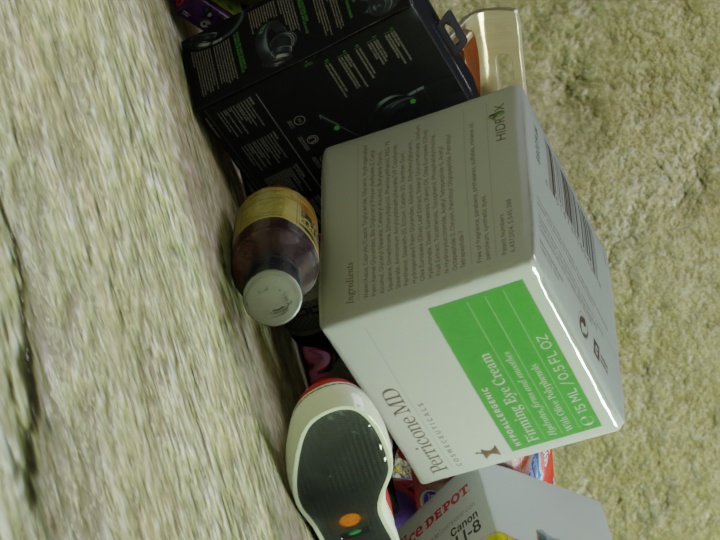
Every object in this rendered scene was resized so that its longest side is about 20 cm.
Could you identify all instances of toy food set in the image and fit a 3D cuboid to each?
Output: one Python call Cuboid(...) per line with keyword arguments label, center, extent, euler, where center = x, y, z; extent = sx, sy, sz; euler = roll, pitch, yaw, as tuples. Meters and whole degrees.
Cuboid(label="toy food set", center=(0.088, -0.121, 1.930), extent=(0.200, 0.060, 0.144), euler=(-50, 145, -38))

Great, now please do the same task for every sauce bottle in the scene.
Cuboid(label="sauce bottle", center=(-0.061, -0.008, 1.554), extent=(0.200, 0.066, 0.066), euler=(-95, 166, -72))

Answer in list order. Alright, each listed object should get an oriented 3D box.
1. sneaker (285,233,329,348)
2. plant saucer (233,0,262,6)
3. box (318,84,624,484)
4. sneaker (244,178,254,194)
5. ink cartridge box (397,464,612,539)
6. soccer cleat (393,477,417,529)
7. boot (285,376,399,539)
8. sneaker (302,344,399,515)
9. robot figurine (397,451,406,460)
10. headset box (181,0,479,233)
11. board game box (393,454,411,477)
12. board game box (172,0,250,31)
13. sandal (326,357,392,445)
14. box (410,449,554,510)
Cuboid(label="sneaker", center=(0.000, 0.000, 1.805), extent=(0.200, 0.074, 0.088), euler=(-35, 129, -42))
Cuboid(label="plant saucer", center=(-0.124, -0.287, 1.773), extent=(0.200, 0.031, 0.200), euler=(43, 25, -26))
Cuboid(label="box", center=(0.083, 0.012, 1.654), extent=(0.200, 0.171, 0.199), euler=(-89, 155, -45))
Cuboid(label="sneaker", center=(-0.027, -0.100, 1.874), extent=(0.077, 0.146, 0.202), euler=(70, 5, -47))
Cuboid(label="ink cartridge box", center=(0.118, 0.279, 1.724), extent=(0.145, 0.145, 0.200), euler=(23, 36, -32))
Cuboid(label="soccer cleat", center=(0.044, 0.206, 1.935), extent=(0.200, 0.073, 0.068), euler=(53, 19, -79))
Cuboid(label="boot", center=(-0.022, 0.107, 1.527), extent=(0.200, 0.072, 0.144), euler=(79, -4, -51))
Cuboid(label="sneaker", center=(0.013, 0.110, 1.809), extent=(0.079, 0.095, 0.200), euler=(68, 6, -61))
Cuboid(label="robot figurine", center=(0.021, 0.068, 1.938), extent=(0.144, 0.117, 0.200), euler=(-98, 169, -69))
Cuboid(label="headset box", center=(-0.009, -0.141, 1.715), extent=(0.174, 0.200, 0.093), euler=(53, 15, -44))
Cuboid(label="board game box", center=(0.063, 0.159, 2.267), extent=(0.159, 0.097, 0.200), euler=(66, 7, -58))
Cuboid(label="board game box", center=(-0.088, -0.215, 1.812), extent=(0.200, 0.032, 0.120), euler=(31, 36, -43))
Cuboid(label="sandal", center=(0.002, 0.119, 1.714), extent=(0.050, 0.082, 0.203), euler=(50, 24, -22))
Cuboid(label="box", center=(0.103, 0.165, 1.841), extent=(0.200, 0.095, 0.100), euler=(81, 26, -50))
